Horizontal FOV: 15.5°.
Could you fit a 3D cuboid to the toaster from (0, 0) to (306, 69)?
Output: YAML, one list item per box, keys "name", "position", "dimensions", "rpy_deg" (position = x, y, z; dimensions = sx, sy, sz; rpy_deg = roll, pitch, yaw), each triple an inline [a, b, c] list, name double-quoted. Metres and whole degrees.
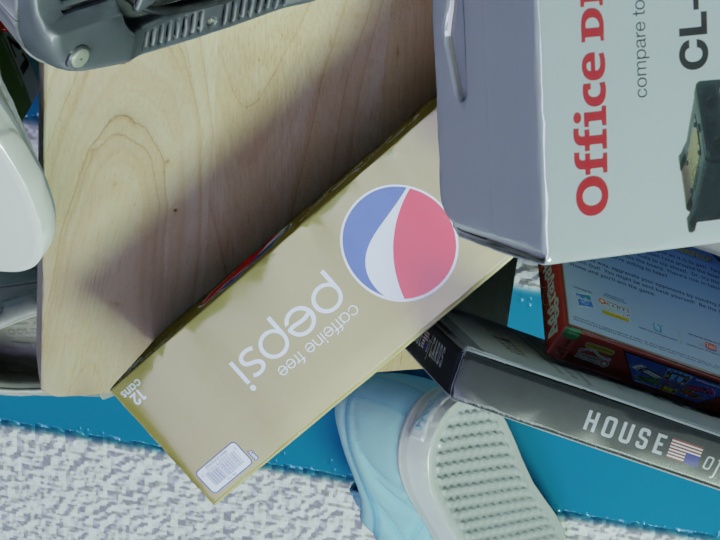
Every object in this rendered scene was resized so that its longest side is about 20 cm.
- name: "toaster"
  position: [-0.071, -0.160, 0.927]
  dimensions: [0.129, 0.200, 0.114]
  rpy_deg: [43, 138, 30]

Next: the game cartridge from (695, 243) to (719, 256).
- name: "game cartridge"
  position: [0.239, -0.035, 1.041]
  dimensions: [0.199, 0.038, 0.130]
  rpy_deg: [20, 117, -1]

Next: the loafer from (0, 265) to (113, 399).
- name: "loafer"
  position: [-0.102, 0.031, 1.199]
  dimensions: [0.199, 0.070, 0.070]
  rpy_deg: [-3, 126, 20]

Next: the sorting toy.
- name: "sorting toy"
  position: [-0.034, -0.052, 1.076]
  dimensions: [0.198, 0.070, 0.200]
  rpy_deg: [-4, 130, -12]

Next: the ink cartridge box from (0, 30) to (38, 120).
- name: "ink cartridge box"
  position: [-0.168, -0.117, 1.097]
  dimensions: [0.199, 0.076, 0.148]
  rpy_deg: [-5, 126, 22]

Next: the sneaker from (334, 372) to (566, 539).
- name: "sneaker"
  position: [0.040, 0.118, 1.239]
  dimensions: [0.082, 0.074, 0.200]
  rpy_deg: [22, 143, 38]

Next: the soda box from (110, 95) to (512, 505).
- name: "soda box"
  position: [0.000, 0.000, 1.024]
  dimensions: [0.200, 0.068, 0.064]
  rpy_deg: [-40, 95, 18]

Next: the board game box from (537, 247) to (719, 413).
- name: "board game box"
  position: [0.162, 0.024, 1.060]
  dimensions: [0.199, 0.103, 0.019]
  rpy_deg: [19, 129, -17]

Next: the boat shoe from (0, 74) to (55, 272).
- name: "boat shoe"
  position: [-0.168, -0.091, 0.987]
  dimensions: [0.072, 0.069, 0.200]
  rpy_deg: [-14, 122, 39]

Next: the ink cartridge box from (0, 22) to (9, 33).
- name: "ink cartridge box"
  position: [-0.161, -0.177, 1.001]
  dimensions: [0.200, 0.057, 0.163]
  rpy_deg: [24, 108, -16]

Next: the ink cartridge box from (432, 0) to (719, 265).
- name: "ink cartridge box"
  position: [0.133, -0.087, 0.930]
  dimensions: [0.199, 0.083, 0.146]
  rpy_deg: [-8, 103, -21]

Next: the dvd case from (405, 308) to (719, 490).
- name: "dvd case"
  position: [0.119, 0.060, 1.041]
  dimensions: [0.199, 0.150, 0.025]
  rpy_deg: [18, 94, -8]
